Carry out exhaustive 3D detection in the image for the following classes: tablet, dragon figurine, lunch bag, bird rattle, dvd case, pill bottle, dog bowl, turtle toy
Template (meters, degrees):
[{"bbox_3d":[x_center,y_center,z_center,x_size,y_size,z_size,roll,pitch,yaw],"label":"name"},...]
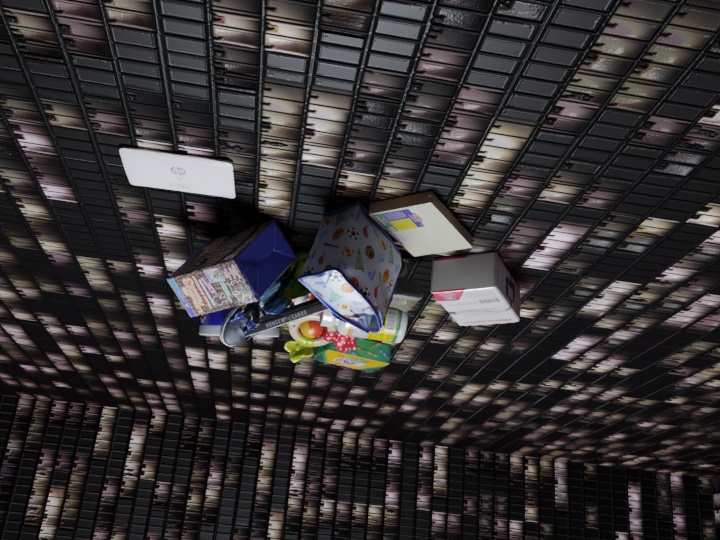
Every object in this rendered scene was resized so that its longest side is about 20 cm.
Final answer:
[{"bbox_3d":[-0.326,-0.174,1.390,0.198,0.014,0.130,7,156,-4],"label":"tablet"},{"bbox_3d":[-0.178,0.052,1.540,0.059,0.199,0.099,60,163,-20],"label":"dragon figurine"},{"bbox_3d":[-0.006,0.002,1.476,0.123,0.171,0.200,-12,138,40],"label":"lunch bag"},{"bbox_3d":[-0.113,0.165,2.028,0.198,0.113,0.164,-7,138,20],"label":"bird rattle"},{"bbox_3d":[-0.131,0.086,1.596,0.198,0.025,0.150,-19,-178,12],"label":"dvd case"},{"bbox_3d":[0.006,0.105,1.833,0.198,0.114,0.113,9,157,-9],"label":"pill bottle"},{"bbox_3d":[-0.300,0.124,1.920,0.198,0.080,0.200,2,175,0],"label":"dog bowl"},{"bbox_3d":[-0.162,0.018,1.669,0.198,0.102,0.146,-12,-167,33],"label":"turtle toy"}]

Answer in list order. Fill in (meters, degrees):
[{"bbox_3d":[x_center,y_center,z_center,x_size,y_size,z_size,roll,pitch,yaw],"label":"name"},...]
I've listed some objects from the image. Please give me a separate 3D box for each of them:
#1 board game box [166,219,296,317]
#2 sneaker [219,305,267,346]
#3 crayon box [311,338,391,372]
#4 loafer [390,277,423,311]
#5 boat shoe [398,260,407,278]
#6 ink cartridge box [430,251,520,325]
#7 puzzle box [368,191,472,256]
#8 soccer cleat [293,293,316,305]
[{"bbox_3d":[-0.258,-0.004,1.554,0.199,0.160,0.097,-14,115,36],"label":"board game box"},{"bbox_3d":[-0.239,0.103,1.782,0.079,0.200,0.079,52,168,-34],"label":"sneaker"},{"bbox_3d":[-0.026,0.234,2.208,0.198,0.059,0.119,15,155,-22],"label":"crayon box"},{"bbox_3d":[0.030,0.048,1.595,0.198,0.076,0.070,13,127,-11],"label":"loafer"},{"bbox_3d":[0.000,0.000,1.652,0.198,0.073,0.065,-9,144,16],"label":"boat shoe"},{"bbox_3d":[0.254,0.045,1.674,0.143,0.085,0.200,-6,153,25],"label":"ink cartridge box"},{"bbox_3d":[0.119,-0.086,1.479,0.132,0.026,0.200,-7,153,29],"label":"puzzle box"},{"bbox_3d":[-0.099,0.072,1.762,0.066,0.077,0.199,-28,-165,-25],"label":"soccer cleat"}]
